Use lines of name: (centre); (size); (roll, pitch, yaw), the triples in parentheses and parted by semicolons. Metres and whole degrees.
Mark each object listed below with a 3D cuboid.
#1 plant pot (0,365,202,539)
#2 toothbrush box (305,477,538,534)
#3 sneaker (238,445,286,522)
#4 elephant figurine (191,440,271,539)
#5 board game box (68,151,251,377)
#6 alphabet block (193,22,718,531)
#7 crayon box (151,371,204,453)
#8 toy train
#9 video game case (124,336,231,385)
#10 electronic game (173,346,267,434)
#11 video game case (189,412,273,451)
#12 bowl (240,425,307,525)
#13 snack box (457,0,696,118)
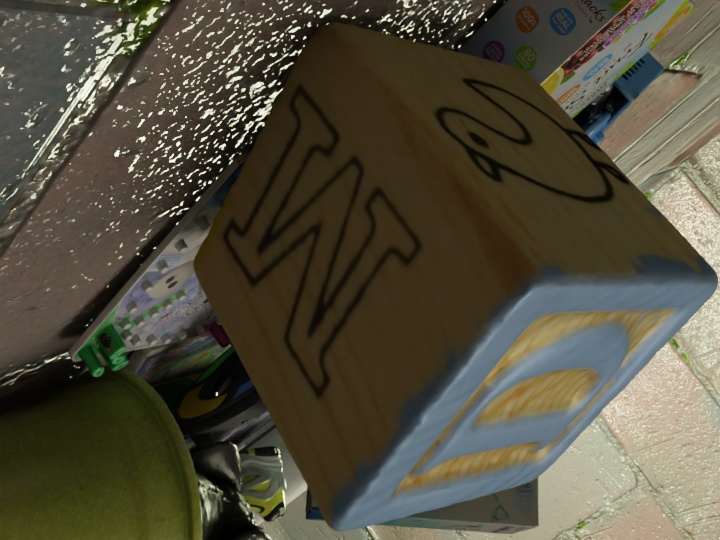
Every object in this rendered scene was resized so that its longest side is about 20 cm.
plant pot: (-0.243, 0.178, 0.633); (0.183, 0.202, 0.200); (-3, 147, -48)
toothbrush box: (0.055, 0.154, 0.820); (0.198, 0.148, 0.085); (7, 160, -5)
sneaker: (-0.166, 0.242, 0.933); (0.198, 0.077, 0.075); (-23, 165, 21)
elephant figurine: (-0.144, 0.222, 0.810); (0.154, 0.143, 0.199); (-5, 171, 44)
board game box: (-0.090, -0.002, 0.679); (0.200, 0.026, 0.200); (-45, 165, 20)
alphabet block: (0.047, 0.003, 0.542); (0.194, 0.201, 0.197); (1, 134, -44)
crayon box: (-0.185, 0.155, 0.902); (0.126, 0.052, 0.200); (-41, 168, 19)
toy train: (0.195, -0.143, 0.869); (0.114, 0.087, 0.200); (-40, 173, -26)
video game case: (-0.173, 0.091, 0.857); (0.143, 0.018, 0.200); (-25, 163, -42)
electronic game: (-0.079, 0.072, 0.792); (0.199, 0.042, 0.200); (-35, -169, 8)
video game case: (-0.102, 0.142, 0.925); (0.142, 0.019, 0.200); (-35, 167, -14)
bowl: (-0.146, 0.207, 1.082); (0.199, 0.075, 0.200); (-33, -149, -7)
snack box: (0.144, -0.160, 0.690); (0.200, 0.068, 0.168); (-41, 168, 26)
